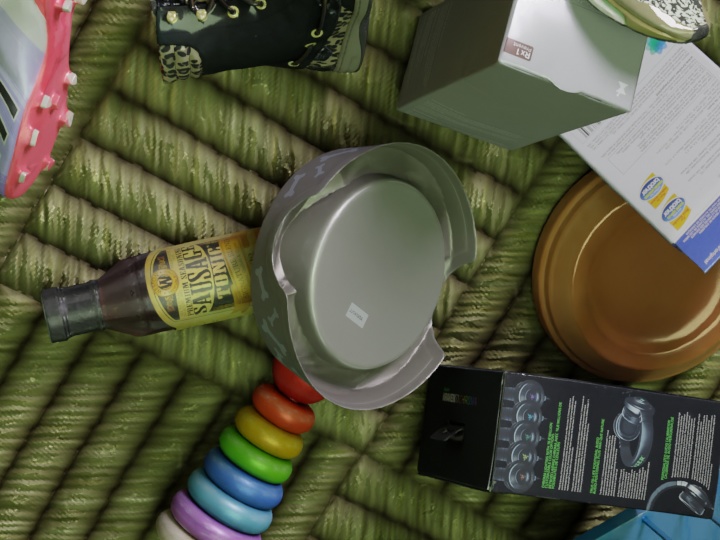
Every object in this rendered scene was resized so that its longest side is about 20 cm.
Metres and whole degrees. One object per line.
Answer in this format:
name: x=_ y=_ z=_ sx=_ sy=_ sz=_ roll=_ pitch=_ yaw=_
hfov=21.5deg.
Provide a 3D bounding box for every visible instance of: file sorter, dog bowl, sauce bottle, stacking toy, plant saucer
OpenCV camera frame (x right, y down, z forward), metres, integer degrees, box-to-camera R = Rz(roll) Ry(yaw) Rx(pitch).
file sorter: x=0.261 y=0.274 z=1.552 sx=0.199 sy=0.123 sz=0.140 roll=-24 pitch=130 yaw=-24
dog bowl: x=0.000 y=0.000 z=1.418 sx=0.199 sy=0.058 sz=0.202 roll=-13 pitch=110 yaw=-42
sauce bottle: x=-0.140 y=0.015 z=1.430 sx=0.198 sy=0.066 sz=0.067 roll=-15 pitch=114 yaw=-9
stacking toy: x=-0.078 y=0.142 z=1.491 sx=0.085 sy=0.085 sz=0.201 roll=29 pitch=98 yaw=-22
plant saucer: x=0.238 y=0.002 z=1.532 sx=0.198 sy=0.037 sz=0.202 roll=-4 pitch=111 yaw=-11

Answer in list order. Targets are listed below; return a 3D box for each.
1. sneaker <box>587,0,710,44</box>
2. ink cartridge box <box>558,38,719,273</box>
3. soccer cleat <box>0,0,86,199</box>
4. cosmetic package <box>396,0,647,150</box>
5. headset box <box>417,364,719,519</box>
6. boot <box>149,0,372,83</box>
sneaker: x=0.174 y=-0.239 z=1.242 sx=0.077 sy=0.201 sz=0.089 roll=-21 pitch=163 yaw=-37
ink cartridge box: x=0.232 y=-0.102 z=1.415 sx=0.119 sy=0.200 sz=0.042 roll=-47 pitch=152 yaw=8
soccer cleat: x=-0.244 y=-0.151 z=1.350 sx=0.076 sy=0.067 sz=0.202 roll=21 pitch=114 yaw=12
cosmetic package: x=0.113 y=-0.150 z=1.344 sx=0.106 sy=0.200 sz=0.091 roll=19 pitch=77 yaw=-19
headset box: x=0.154 y=0.130 z=1.477 sx=0.198 sy=0.174 sz=0.094 roll=9 pitch=87 yaw=-17
boot: x=-0.071 y=-0.198 z=1.318 sx=0.152 sy=0.074 sz=0.204 roll=-7 pitch=152 yaw=-7
